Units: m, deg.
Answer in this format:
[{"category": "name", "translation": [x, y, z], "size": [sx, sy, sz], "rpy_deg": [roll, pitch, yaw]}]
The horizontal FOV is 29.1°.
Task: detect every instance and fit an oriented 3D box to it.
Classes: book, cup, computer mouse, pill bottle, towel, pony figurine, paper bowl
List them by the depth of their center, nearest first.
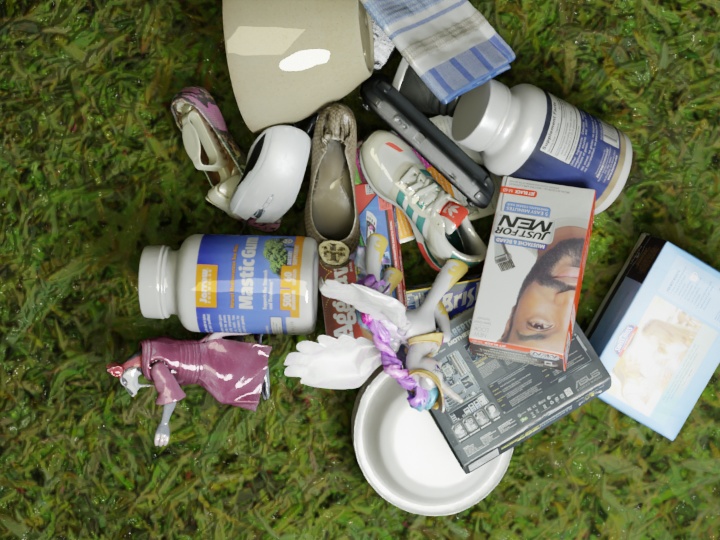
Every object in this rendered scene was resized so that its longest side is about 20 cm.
[{"category": "pony figurine", "translation": [0.028, 0.055, 1.528], "size": [0.191, 0.202, 0.167], "rpy_deg": [18, 135, -9]}, {"category": "towel", "translation": [0.075, -0.287, 1.547], "size": [0.146, 0.024, 0.201], "rpy_deg": [-32, 82, -43]}, {"category": "cup", "translation": [-0.062, -0.264, 1.568], "size": [0.141, 0.200, 0.203], "rpy_deg": [-6, 96, 10]}, {"category": "pill bottle", "translation": [-0.149, 0.015, 1.586], "size": [0.197, 0.112, 0.114], "rpy_deg": [1, 95, 2]}, {"category": "computer mouse", "translation": [-0.115, -0.081, 1.605], "size": [0.108, 0.044, 0.201], "rpy_deg": [13, 130, -19]}, {"category": "pill bottle", "translation": [0.209, -0.149, 1.618], "size": [0.198, 0.111, 0.112], "rpy_deg": [23, 94, -23]}, {"category": "computer mouse", "translation": [-0.022, -0.234, 1.674], "size": [0.058, 0.034, 0.201], "rpy_deg": [36, 99, -21]}, {"category": "book", "translation": [0.070, -0.110, 1.678], "size": [0.197, 0.048, 0.135], "rpy_deg": [-17, 94, -2]}, {"category": "paper bowl", "translation": [0.089, 0.195, 1.678], "size": [0.197, 0.104, 0.204], "rpy_deg": [0, 95, -3]}]

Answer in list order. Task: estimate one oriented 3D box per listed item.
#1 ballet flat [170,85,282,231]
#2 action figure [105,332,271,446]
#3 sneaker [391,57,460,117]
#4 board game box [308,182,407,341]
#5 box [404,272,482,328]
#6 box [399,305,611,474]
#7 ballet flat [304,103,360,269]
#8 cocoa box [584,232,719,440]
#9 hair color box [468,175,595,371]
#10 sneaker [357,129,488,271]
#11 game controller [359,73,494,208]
[{"category": "ballet flat", "translation": [-0.168, -0.124, 1.652], "size": [0.069, 0.071, 0.202], "rpy_deg": [-27, 96, 35]}, {"category": "action figure", "translation": [-0.199, 0.109, 1.628], "size": [0.197, 0.135, 0.150], "rpy_deg": [1, 127, -25]}, {"category": "sneaker", "translation": [0.112, -0.274, 1.642], "size": [0.098, 0.071, 0.202], "rpy_deg": [23, 101, 12]}, {"category": "board game box", "translation": [0.000, 0.000, 1.644], "size": [0.102, 0.019, 0.203], "rpy_deg": [-7, 91, 18]}, {"category": "box", "translation": [0.138, 0.039, 1.680], "size": [0.197, 0.070, 0.065], "rpy_deg": [-9, 94, -1]}, {"category": "box", "translation": [0.164, 0.114, 1.591], "size": [0.198, 0.051, 0.159], "rpy_deg": [-30, 68, -3]}, {"category": "ballet flat", "translation": [-0.030, -0.090, 1.584], "size": [0.066, 0.047, 0.203], "rpy_deg": [3, 116, -1]}, {"category": "cocoa box", "translation": [0.355, 0.076, 1.661], "size": [0.132, 0.131, 0.202], "rpy_deg": [29, 94, -4]}, {"category": "hair color box", "translation": [0.196, 0.002, 1.569], "size": [0.109, 0.064, 0.203], "rpy_deg": [9, 71, 13]}, {"category": "sneaker", "translation": [0.080, -0.082, 1.592], "size": [0.070, 0.093, 0.201], "rpy_deg": [-45, 113, -24]}, {"category": "game controller", "translation": [0.078, -0.151, 1.602], "size": [0.200, 0.104, 0.042], "rpy_deg": [42, 100, -11]}]
